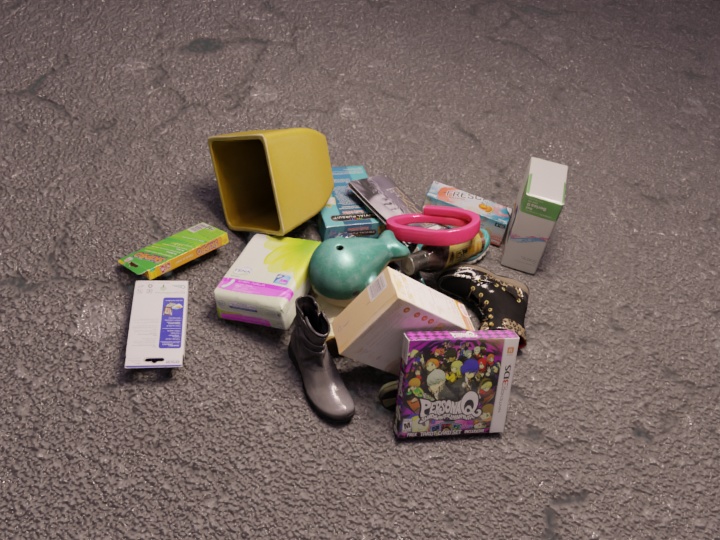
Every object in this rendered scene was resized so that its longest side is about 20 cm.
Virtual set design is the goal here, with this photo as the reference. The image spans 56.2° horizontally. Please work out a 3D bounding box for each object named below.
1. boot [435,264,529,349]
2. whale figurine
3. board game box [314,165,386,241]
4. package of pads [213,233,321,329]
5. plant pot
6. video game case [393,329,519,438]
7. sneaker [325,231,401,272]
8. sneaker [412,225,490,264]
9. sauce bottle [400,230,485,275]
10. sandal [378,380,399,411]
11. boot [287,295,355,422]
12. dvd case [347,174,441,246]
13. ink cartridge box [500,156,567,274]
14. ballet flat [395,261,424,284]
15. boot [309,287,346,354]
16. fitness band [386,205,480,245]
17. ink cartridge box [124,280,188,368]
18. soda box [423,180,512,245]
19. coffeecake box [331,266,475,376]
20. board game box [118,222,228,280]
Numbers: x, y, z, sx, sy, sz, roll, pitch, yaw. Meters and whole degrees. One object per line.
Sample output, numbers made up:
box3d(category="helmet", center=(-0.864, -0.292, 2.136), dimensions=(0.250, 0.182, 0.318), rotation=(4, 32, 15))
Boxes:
box3d(category="boot", center=(0.245, 0.074, 1.345), dimensions=(0.196, 0.074, 0.152), rotation=(16, 44, -5))
box3d(category="whale figurine", center=(-0.004, -0.023, 1.253), dimensions=(0.197, 0.105, 0.160), rotation=(-27, 52, -17))
box3d(category="board game box", center=(-0.037, -0.153, 1.517), dimensions=(0.148, 0.047, 0.202), rotation=(-6, 48, -19))
box3d(category="package of pads", center=(-0.173, 0.016, 1.281), dimensions=(0.151, 0.069, 0.201), rotation=(8, 41, 18))
box3d(category="plant pot", center=(-0.165, -0.203, 1.399), dimensions=(0.193, 0.198, 0.198), rotation=(9, 26, 44))
box3d(category="video game case", center=(0.159, 0.190, 1.131), dimensions=(0.195, 0.185, 0.036), rotation=(1, 20, -13))
box3d(category="sneaker", center=(0.000, 0.000, 1.355), dimensions=(0.199, 0.086, 0.077), rotation=(36, 67, 30))
box3d(category="sneaker", center=(0.204, -0.056, 1.454), dimensions=(0.197, 0.081, 0.078), rotation=(-15, 50, -27))
box3d(category="sauce bottle", center=(0.166, -0.036, 1.355), dimensions=(0.197, 0.067, 0.066), rotation=(-21, 53, -32))
box3d(category="sandal", center=(0.127, 0.202, 1.187), dimensions=(0.196, 0.081, 0.058), rotation=(1, 31, -12))
box3d(category="boot", center=(-0.069, 0.149, 1.149), dimensions=(0.069, 0.133, 0.201), rotation=(-20, 53, -30))
box3d(category="dvd case", center=(0.079, -0.139, 1.501), dimensions=(0.200, 0.016, 0.148), rotation=(47, 35, 18))
box3d(category="ink cartridge box", center=(0.377, -0.118, 1.471), dimensions=(0.086, 0.203, 0.147), rotation=(15, 44, 7))
box3d(category="ballet flat", center=(0.113, 0.051, 1.344), dimensions=(0.072, 0.074, 0.202), rotation=(-14, 57, -25))
box3d(category="boot", center=(0.008, 0.074, 1.287), dimensions=(0.195, 0.073, 0.156), rotation=(-7, 46, -16))
box3d(category="fitness band", center=(0.146, -0.092, 1.360), dimensions=(0.197, 0.038, 0.143), rotation=(8, 25, 33))
box3d(category="ink cartridge box", center=(-0.359, 0.102, 1.197), dimensions=(0.097, 0.040, 0.202), rotation=(2, 44, -11))
box3d(category="soda box", center=(0.242, -0.132, 1.544), dimensions=(0.196, 0.069, 0.064), rotation=(21, 45, 10))
box3d(category="coffeecake box", center=(0.075, 0.100, 1.158), dimensions=(0.198, 0.154, 0.074), rotation=(25, 32, -36))
box3d(category="board game box", center=(-0.365, -0.038, 1.320), dimensions=(0.198, 0.031, 0.095), rotation=(-28, 34, -36))
